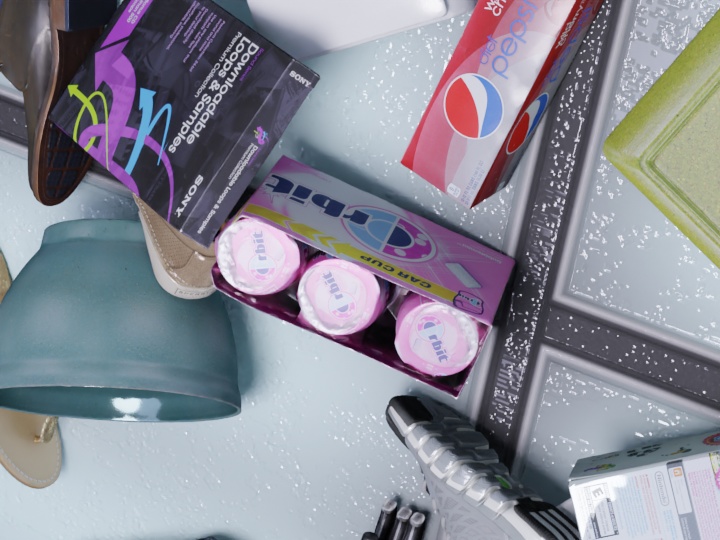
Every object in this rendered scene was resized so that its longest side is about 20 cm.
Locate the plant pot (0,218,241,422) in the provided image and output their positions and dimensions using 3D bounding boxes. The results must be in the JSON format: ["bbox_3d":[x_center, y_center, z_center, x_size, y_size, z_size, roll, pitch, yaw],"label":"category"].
[{"bbox_3d":[-0.186,0.037,1.523,0.199,0.200,0.135,-4,76,29],"label":"plant pot"}]

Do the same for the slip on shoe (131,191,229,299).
[{"bbox_3d":[-0.142,-0.076,1.479,0.061,0.075,0.201,-59,41,49],"label":"slip on shoe"}]

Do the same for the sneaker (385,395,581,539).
[{"bbox_3d":[0.065,0.185,1.452,0.200,0.075,0.116,43,113,37],"label":"sneaker"}]

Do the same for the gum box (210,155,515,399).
[{"bbox_3d":[0.000,0.000,1.412,0.199,0.114,0.066,24,116,3],"label":"gum box"}]

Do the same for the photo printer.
[{"bbox_3d":[-0.019,-0.256,1.395,0.165,0.069,0.201,-12,100,31],"label":"photo printer"}]

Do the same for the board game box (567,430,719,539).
[{"bbox_3d":[0.254,0.185,1.353,0.198,0.064,0.149,-13,94,13],"label":"board game box"}]

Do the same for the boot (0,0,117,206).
[{"bbox_3d":[-0.248,-0.157,1.557,0.097,0.074,0.202,22,108,33],"label":"boot"}]

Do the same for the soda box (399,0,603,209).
[{"bbox_3d":[0.103,-0.145,1.365,0.063,0.070,0.201,34,119,16],"label":"soda box"}]

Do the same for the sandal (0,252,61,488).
[{"bbox_3d":[-0.273,0.073,1.630,0.069,0.077,0.213,-16,93,37],"label":"sandal"}]

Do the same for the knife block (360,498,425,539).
[{"bbox_3d":[0.004,0.280,1.556,0.199,0.064,0.177,-24,93,32],"label":"knife block"}]

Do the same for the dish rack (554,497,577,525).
[{"bbox_3d":[0.210,0.244,1.447,0.171,0.043,0.201,-36,87,31],"label":"dish rack"}]

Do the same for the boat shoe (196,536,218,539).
[{"bbox_3d":[-0.170,0.258,1.644,0.200,0.090,0.071,0,107,56],"label":"boat shoe"}]

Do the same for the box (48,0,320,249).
[{"bbox_3d":[-0.129,-0.122,1.422,0.200,0.036,0.143,38,96,43],"label":"box"}]

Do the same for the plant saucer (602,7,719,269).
[{"bbox_3d":[0.278,-0.075,1.307,0.200,0.048,0.200,45,120,9],"label":"plant saucer"}]
